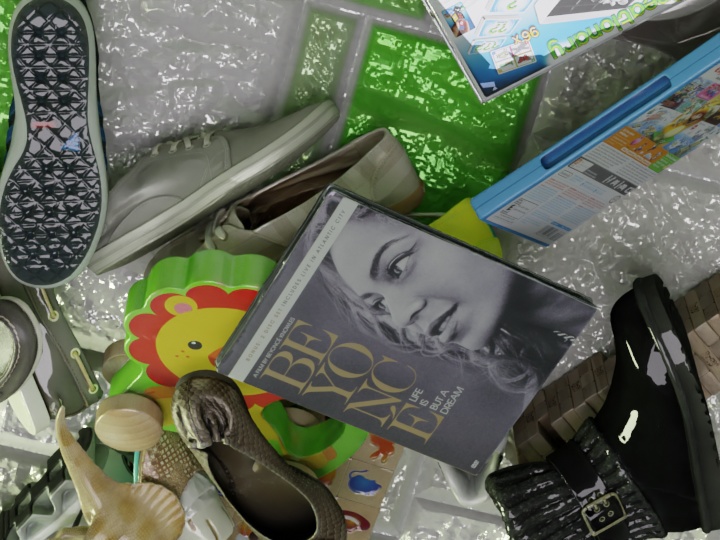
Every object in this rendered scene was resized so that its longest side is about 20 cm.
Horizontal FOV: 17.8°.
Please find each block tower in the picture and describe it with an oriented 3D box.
[{"bbox_3d":[0.193,0.080,1.594,0.200,0.058,0.054,-36,112,15],"label":"block tower"}]

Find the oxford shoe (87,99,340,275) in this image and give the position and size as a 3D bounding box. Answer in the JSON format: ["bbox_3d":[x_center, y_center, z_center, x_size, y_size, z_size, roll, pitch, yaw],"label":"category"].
[{"bbox_3d":[-0.106,-0.066,1.519,0.200,0.075,0.058,-29,86,12],"label":"oxford shoe"}]

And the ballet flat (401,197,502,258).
[{"bbox_3d":[0.000,0.000,1.550,0.199,0.067,0.067,-17,83,20],"label":"ballet flat"}]

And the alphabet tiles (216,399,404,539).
[{"bbox_3d":[-0.054,0.119,1.640,0.166,0.006,0.201,16,115,-8],"label":"alphabet tiles"}]

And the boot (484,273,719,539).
[{"bbox_3d":[0.155,0.112,1.534,0.157,0.080,0.212,-14,117,5],"label":"boot"}]

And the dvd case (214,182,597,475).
[{"bbox_3d":[0.029,0.041,1.461,0.199,0.016,0.149,24,116,-22],"label":"dvd case"}]

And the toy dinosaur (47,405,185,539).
[{"bbox_3d":[-0.173,0.176,1.575,0.101,0.058,0.200,-36,112,6],"label":"toy dinosaur"}]

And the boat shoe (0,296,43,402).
[{"bbox_3d":[-0.284,0.074,1.539,0.200,0.057,0.067,-26,95,45],"label":"boat shoe"}]

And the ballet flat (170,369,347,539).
[{"bbox_3d":[-0.068,0.143,1.531,0.067,0.046,0.200,-18,132,16],"label":"ballet flat"}]

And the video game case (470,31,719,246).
[{"bbox_3d":[0.177,-0.083,1.479,0.200,0.143,0.018,-34,72,15],"label":"video game case"}]

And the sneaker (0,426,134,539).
[{"bbox_3d":[-0.229,0.209,1.645,0.200,0.074,0.088,-42,113,14],"label":"sneaker"}]

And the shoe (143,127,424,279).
[{"bbox_3d":[-0.057,-0.037,1.528,0.199,0.070,0.053,-24,127,1],"label":"shoe"}]

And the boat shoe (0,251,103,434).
[{"bbox_3d":[-0.230,0.008,1.554,0.060,0.072,0.202,-22,106,-20],"label":"boat shoe"}]

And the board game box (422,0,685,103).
[{"bbox_3d":[0.131,-0.202,1.399,0.200,0.035,0.126,-26,109,15],"label":"board game box"}]

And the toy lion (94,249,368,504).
[{"bbox_3d":[-0.074,0.066,1.525,0.200,0.069,0.192,26,135,-24],"label":"toy lion"}]

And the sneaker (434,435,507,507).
[{"bbox_3d":[0.072,0.078,1.539,0.076,0.081,0.200,-4,144,7],"label":"sneaker"}]

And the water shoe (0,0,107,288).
[{"bbox_3d":[-0.194,-0.088,1.496,0.071,0.079,0.201,6,110,-2],"label":"water shoe"}]

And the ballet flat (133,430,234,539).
[{"bbox_3d":[-0.118,0.194,1.632,0.065,0.071,0.201,14,127,24],"label":"ballet flat"}]

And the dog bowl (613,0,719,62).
[{"bbox_3d":[0.182,-0.230,1.434,0.199,0.059,0.201,2,113,4],"label":"dog bowl"}]
